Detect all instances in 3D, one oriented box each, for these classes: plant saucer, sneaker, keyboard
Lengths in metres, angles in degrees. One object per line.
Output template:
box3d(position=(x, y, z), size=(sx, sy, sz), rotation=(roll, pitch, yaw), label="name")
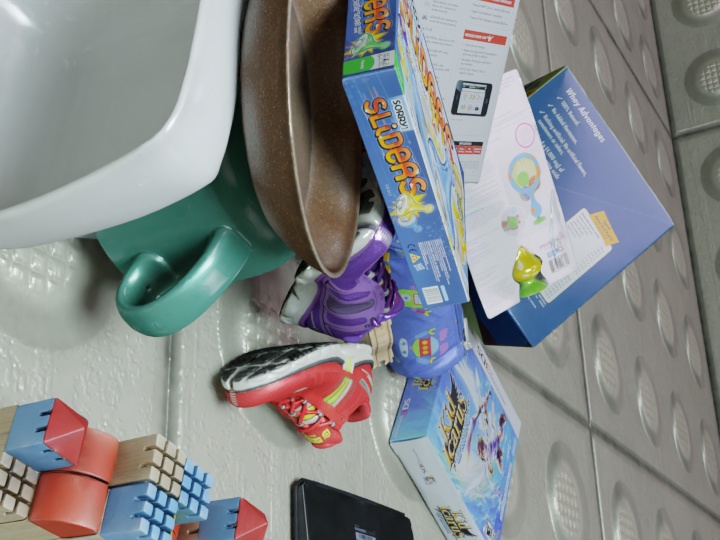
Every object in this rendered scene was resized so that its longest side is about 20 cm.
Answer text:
box3d(position=(-0.033, -0.095, 0.649), size=(0.200, 0.036, 0.201), rotation=(-2, 90, -79), label="plant saucer")
box3d(position=(-0.037, 0.100, 0.894), size=(0.200, 0.077, 0.085), rotation=(3, 79, -63), label="sneaker")
box3d(position=(0.000, 0.254, 0.953), size=(0.200, 0.021, 0.128), rotation=(34, 42, -53), label="keyboard")
box3d(position=(0.000, 0.000, 0.815), size=(0.081, 0.083, 0.200), rotation=(-64, -179, -21), label="sneaker")

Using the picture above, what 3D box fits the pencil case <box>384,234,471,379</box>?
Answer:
box3d(position=(0.057, 0.018, 1.042), size=(0.200, 0.086, 0.078), rotation=(80, 21, -45), label="pencil case")

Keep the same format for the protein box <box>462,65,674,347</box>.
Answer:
box3d(position=(0.167, -0.061, 1.147), size=(0.199, 0.200, 0.135), rotation=(53, -14, -7), label="protein box")

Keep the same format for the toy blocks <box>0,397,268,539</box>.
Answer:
box3d(position=(-0.141, 0.128, 0.594), size=(0.200, 0.136, 0.100), rotation=(48, 37, -43), label="toy blocks")

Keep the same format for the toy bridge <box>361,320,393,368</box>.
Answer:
box3d(position=(0.006, 0.025, 0.969), size=(0.200, 0.027, 0.067), rotation=(78, -9, -51), label="toy bridge")

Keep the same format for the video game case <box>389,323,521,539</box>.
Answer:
box3d(position=(0.106, 0.170, 1.179), size=(0.182, 0.045, 0.200), rotation=(60, 30, -28), label="video game case")

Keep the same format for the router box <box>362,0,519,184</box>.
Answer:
box3d(position=(0.039, -0.157, 0.851), size=(0.200, 0.049, 0.180), rotation=(-5, 111, -52), label="router box")

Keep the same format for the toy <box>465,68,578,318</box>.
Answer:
box3d(position=(0.122, -0.070, 1.039), size=(0.115, 0.047, 0.201), rotation=(-26, 101, -25), label="toy")

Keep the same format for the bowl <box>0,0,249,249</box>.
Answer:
box3d(position=(-0.143, -0.104, 0.631), size=(0.075, 0.199, 0.201), rotation=(40, 44, -47), label="bowl")

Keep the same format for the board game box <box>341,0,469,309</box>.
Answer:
box3d(position=(0.033, -0.091, 0.745), size=(0.200, 0.034, 0.136), rotation=(68, 18, -44), label="board game box")

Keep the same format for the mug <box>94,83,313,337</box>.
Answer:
box3d(position=(-0.091, -0.053, 0.734), size=(0.152, 0.114, 0.186), rotation=(6, 72, -63), label="mug")

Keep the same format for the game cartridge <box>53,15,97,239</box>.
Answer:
box3d(position=(-0.170, -0.117, 0.777), size=(0.133, 0.041, 0.201), rotation=(9, 70, -67), label="game cartridge")
